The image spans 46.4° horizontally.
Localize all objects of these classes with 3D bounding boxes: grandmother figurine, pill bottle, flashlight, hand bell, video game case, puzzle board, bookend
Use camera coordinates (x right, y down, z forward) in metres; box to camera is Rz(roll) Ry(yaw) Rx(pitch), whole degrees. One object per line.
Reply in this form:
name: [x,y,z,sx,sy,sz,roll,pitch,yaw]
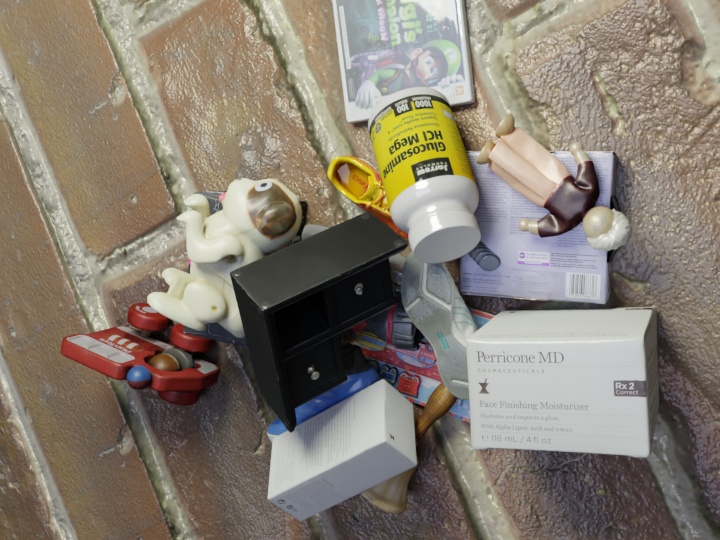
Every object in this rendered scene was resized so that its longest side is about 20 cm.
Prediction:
grandmother figurine: [0.231,-0.092,0.996,0.200,0.060,0.122,40,117,16]
pill bottle: [0.082,-0.116,1.040,0.112,0.112,0.202,-27,60,23]
flashlight: [-0.012,0.064,1.144,0.198,0.068,0.068,7,131,19]
hand bell: [0.076,0.217,1.134,0.104,0.104,0.201,38,104,14]
video game case: [0.053,-0.310,1.115,0.180,0.023,0.203,-5,94,23]
puzzle board: [0.079,0.108,1.158,0.198,0.017,0.153,16,103,20]
bookend: [-0.040,0.063,1.048,0.092,0.197,0.202,41,148,45]

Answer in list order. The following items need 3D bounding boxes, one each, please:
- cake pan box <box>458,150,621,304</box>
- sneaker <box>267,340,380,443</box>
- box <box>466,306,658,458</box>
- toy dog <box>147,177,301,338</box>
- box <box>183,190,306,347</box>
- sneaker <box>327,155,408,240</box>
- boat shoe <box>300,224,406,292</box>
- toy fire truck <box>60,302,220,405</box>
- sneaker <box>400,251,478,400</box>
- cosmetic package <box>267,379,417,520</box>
cake pan box: [0.225,-0.058,1.058,0.198,0.052,0.187,3,99,23]
sneaker: [-0.068,0.165,1.181,0.199,0.077,0.112,-25,100,27]
box: [0.244,0.123,0.990,0.197,0.200,0.132,-3,96,23]
toy dog: [-0.150,-0.023,1.056,0.193,0.140,0.201,30,105,-2]
box: [-0.160,-0.006,1.193,0.131,0.115,0.203,9,100,19]
sneaker: [0.039,-0.087,1.120,0.199,0.077,0.074,28,105,16]
boat shoe: [0.000,0.000,1.149,0.198,0.072,0.066,22,108,17]
toy fire truck: [-0.320,0.134,1.248,0.198,0.168,0.113,22,104,19]
sneaker: [0.110,0.064,1.084,0.070,0.080,0.202,-21,94,22]
cosmetic package: [-0.026,0.239,1.110,0.199,0.102,0.071,-32,125,25]
